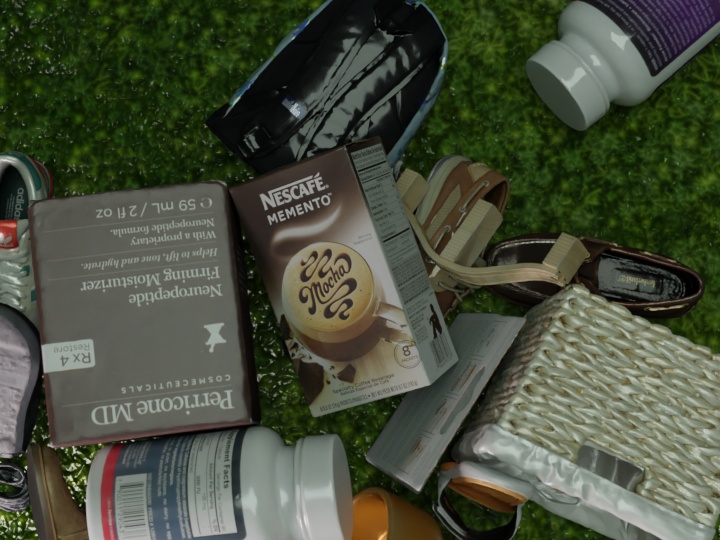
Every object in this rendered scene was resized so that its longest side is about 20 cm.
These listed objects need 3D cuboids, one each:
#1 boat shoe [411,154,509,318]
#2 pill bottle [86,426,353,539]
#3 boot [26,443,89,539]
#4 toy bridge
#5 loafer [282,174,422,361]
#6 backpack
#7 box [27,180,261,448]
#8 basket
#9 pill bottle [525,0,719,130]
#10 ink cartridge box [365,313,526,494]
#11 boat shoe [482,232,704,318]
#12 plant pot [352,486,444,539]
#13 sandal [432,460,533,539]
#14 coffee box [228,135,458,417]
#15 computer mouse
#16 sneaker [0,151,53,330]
[{"bbox_3d":[0.074,-0.007,1.184,0.072,0.076,0.201,15,82,37],"label":"boat shoe"},{"bbox_3d":[-0.111,0.191,1.095,0.199,0.120,0.120,-7,83,7],"label":"pill bottle"},{"bbox_3d":[-0.237,0.236,1.153,0.075,0.074,0.201,-18,101,-16],"label":"boot"},{"bbox_3d":[0.091,-0.027,1.120,0.200,0.027,0.067,26,76,40],"label":"toy bridge"},{"bbox_3d":[0.000,0.000,1.193,0.073,0.072,0.200,29,82,3],"label":"loafer"},{"bbox_3d":[-0.010,-0.161,1.188,0.163,0.154,0.200,36,105,7],"label":"backpack"},{"bbox_3d":[-0.177,0.041,1.135,0.165,0.164,0.201,-7,83,-3],"label":"box"},{"bbox_3d":[0.204,0.128,1.122,0.198,0.200,0.161,26,81,1],"label":"basket"},{"bbox_3d":[0.250,-0.220,1.209,0.200,0.111,0.111,-40,86,-6],"label":"pill bottle"},{"bbox_3d":[0.083,0.112,1.117,0.050,0.200,0.162,35,83,-11],"label":"ink cartridge box"},{"bbox_3d":[0.208,0.002,1.202,0.199,0.070,0.071,5,84,0],"label":"boat shoe"},{"bbox_3d":[0.048,0.309,1.108,0.183,0.200,0.201,29,83,-14],"label":"plant pot"},{"bbox_3d":[0.095,0.196,1.104,0.079,0.207,0.059,21,79,7],"label":"sandal"},{"bbox_3d":[-0.013,0.004,1.089,0.113,0.080,0.201,-18,95,24],"label":"coffee box"},{"bbox_3d":[-0.326,0.105,1.156,0.138,0.053,0.200,20,116,-3],"label":"computer mouse"},{"bbox_3d":[-0.312,-0.009,1.172,0.070,0.093,0.201,4,83,-1],"label":"sneaker"}]
